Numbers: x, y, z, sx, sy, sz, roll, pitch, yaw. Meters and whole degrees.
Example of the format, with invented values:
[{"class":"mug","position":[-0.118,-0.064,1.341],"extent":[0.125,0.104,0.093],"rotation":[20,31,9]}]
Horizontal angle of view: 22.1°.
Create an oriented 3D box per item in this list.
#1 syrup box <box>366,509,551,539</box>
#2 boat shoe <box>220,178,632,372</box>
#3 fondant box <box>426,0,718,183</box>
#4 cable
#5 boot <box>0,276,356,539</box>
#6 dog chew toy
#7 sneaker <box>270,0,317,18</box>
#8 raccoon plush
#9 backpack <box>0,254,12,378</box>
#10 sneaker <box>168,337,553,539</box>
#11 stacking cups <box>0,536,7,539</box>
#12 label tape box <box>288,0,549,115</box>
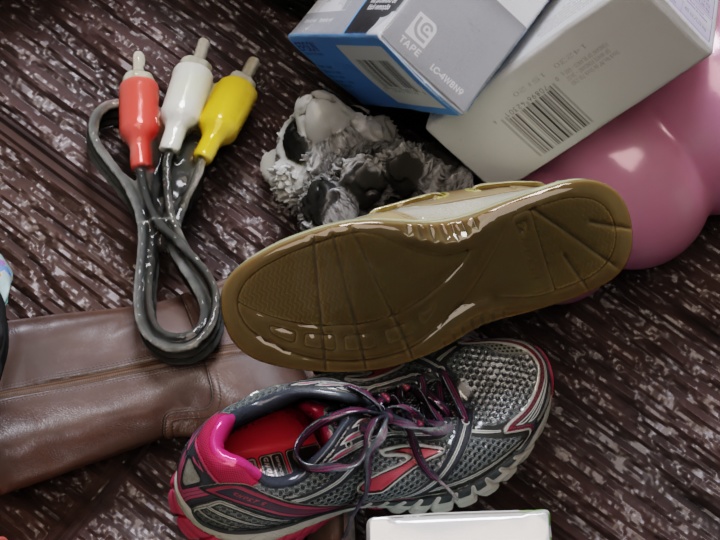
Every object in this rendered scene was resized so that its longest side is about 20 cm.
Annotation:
[{"class":"syrup box","position":[0.041,0.169,0.847],"extent":[0.078,0.200,0.082],"rotation":[-1,72,-1]},{"class":"boat shoe","position":[0.030,0.001,0.892],"extent":[0.199,0.066,0.074],"rotation":[-11,97,-7]},{"class":"fondant box","position":[0.118,-0.150,0.953],"extent":[0.058,0.144,0.200],"rotation":[40,40,-21]},{"class":"cable","position":[-0.109,-0.042,0.981],"extent":[0.097,0.050,0.201],"rotation":[1,49,4]},{"class":"boot","position":[-0.109,0.093,0.947],"extent":[0.199,0.064,0.187],"rotation":[-12,57,-7]},{"class":"dog chew toy","position":[0.145,-0.059,0.978],"extent":[0.200,0.125,0.125],"rotation":[-40,74,-4]},{"class":"sneaker","position":[-0.036,-0.201,1.047],"extent":[0.199,0.079,0.089],"rotation":[24,74,9]},{"class":"raccoon plush","position":[0.000,0.000,0.991],"extent":[0.096,0.134,0.201],"rotation":[-7,102,-18]},{"class":"backpack","position":[-0.249,0.018,0.908],"extent":[0.167,0.200,0.127],"rotation":[40,74,-12]},{"class":"sneaker","position":[0.008,0.079,0.876],"extent":[0.199,0.075,0.081],"rotation":[-20,64,-23]},{"class":"stacking cups","position":[-0.153,0.191,0.922],"extent":[0.060,0.061,0.200],"rotation":[-41,71,-13]},{"class":"label tape box","position":[0.063,-0.176,0.936],"extent":[0.066,0.143,0.200],"rotation":[37,84,-19]}]
